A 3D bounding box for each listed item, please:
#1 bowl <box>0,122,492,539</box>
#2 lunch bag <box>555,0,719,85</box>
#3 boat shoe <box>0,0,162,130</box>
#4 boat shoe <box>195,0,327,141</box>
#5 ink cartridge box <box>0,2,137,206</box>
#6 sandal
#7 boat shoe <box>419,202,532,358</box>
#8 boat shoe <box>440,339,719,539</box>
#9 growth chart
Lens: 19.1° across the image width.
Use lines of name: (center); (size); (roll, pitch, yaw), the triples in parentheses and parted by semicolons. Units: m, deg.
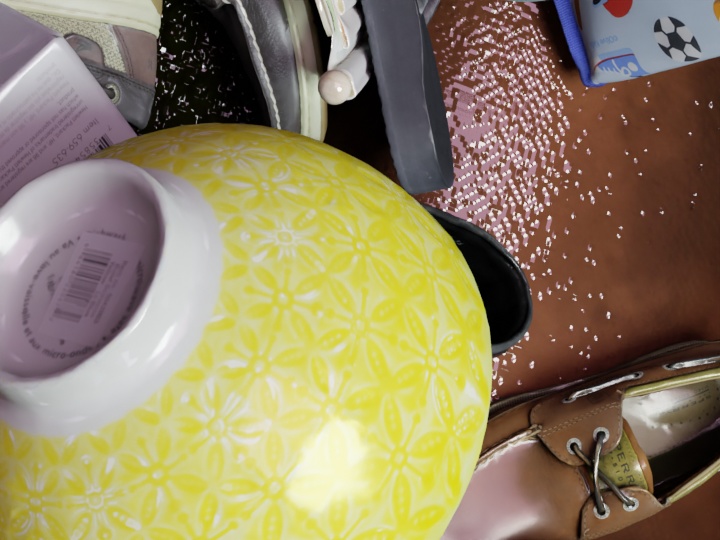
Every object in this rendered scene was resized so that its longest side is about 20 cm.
bowl: (-0.068, 0.025, 0.685); (0.201, 0.199, 0.108); (-61, 142, -16)
lunch bag: (0.152, -0.202, 0.923); (0.123, 0.169, 0.202); (-27, 99, -35)
boat shoe: (-0.170, -0.083, 0.836); (0.199, 0.072, 0.067); (-2, 82, -28)
boat shoe: (-0.064, -0.144, 0.893); (0.064, 0.073, 0.202); (-17, 94, -8)
ink cartridge box: (-0.116, 0.012, 0.827); (0.116, 0.067, 0.201); (-45, 127, -14)
sandal: (0.021, -0.135, 0.906); (0.042, 0.076, 0.202); (-11, 96, 11)
boat shoe: (0.000, -0.003, 0.855); (0.201, 0.063, 0.074); (19, 58, -54)
boat shoe: (0.103, 0.080, 0.943); (0.199, 0.068, 0.072); (-29, 99, -22)
growth chart: (-0.021, -0.169, 0.882); (0.018, 0.145, 0.202); (-13, 94, 12)
